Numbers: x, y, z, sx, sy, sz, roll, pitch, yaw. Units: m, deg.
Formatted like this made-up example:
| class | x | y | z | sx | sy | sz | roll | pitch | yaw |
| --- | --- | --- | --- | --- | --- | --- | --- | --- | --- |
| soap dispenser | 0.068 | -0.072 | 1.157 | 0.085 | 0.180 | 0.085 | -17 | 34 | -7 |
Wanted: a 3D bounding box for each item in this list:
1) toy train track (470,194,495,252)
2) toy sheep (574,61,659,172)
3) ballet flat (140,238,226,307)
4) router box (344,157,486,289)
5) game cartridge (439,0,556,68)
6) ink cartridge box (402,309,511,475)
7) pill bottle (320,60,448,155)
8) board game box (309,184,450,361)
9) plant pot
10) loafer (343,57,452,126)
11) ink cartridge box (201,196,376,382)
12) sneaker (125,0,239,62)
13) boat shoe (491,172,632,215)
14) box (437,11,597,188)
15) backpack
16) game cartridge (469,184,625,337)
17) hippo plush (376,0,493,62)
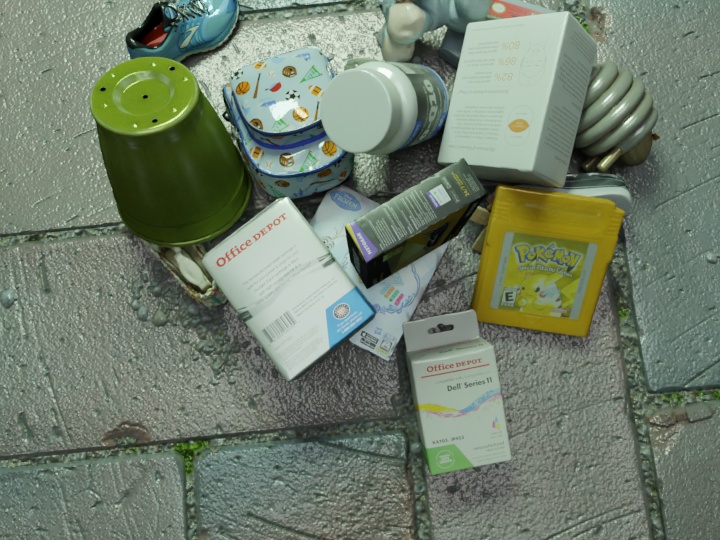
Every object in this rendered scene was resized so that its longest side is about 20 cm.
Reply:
| class | x | y | z | sx | sy | sz | roll | pitch | yaw |
| --- | --- | --- | --- | --- | --- | --- | --- | --- | --- |
| toy train track | 0.240 | -0.063 | 0.800 | 0.199 | 0.115 | 0.033 | 21 | 41 | -8 |
| toy sheep | 0.351 | -0.231 | 0.786 | 0.200 | 0.138 | 0.138 | 43 | 84 | -12 |
| ballet flat | -0.268 | -0.028 | 0.797 | 0.200 | 0.064 | 0.076 | 44 | 86 | 7 |
| router box | 0.062 | -0.050 | 0.683 | 0.157 | 0.200 | 0.052 | -30 | 81 | -4 |
| game cartridge | 0.233 | -0.361 | 0.853 | 0.199 | 0.041 | 0.134 | 18 | 87 | 3 |
| ink cartridge box | 0.130 | 0.165 | 0.742 | 0.116 | 0.067 | 0.201 | -11 | 95 | -1 |
| pill bottle | 0.036 | -0.213 | 0.705 | 0.113 | 0.200 | 0.115 | 9 | 112 | 24 |
| board game box | 0.000 | 0.000 | 0.800 | 0.199 | 0.043 | 0.200 | 28 | 84 | 5 |
| plant pot | -0.260 | -0.167 | 0.722 | 0.199 | 0.193 | 0.202 | 1 | 62 | -2 |
| loafer | 0.064 | -0.275 | 0.830 | 0.199 | 0.070 | 0.070 | 30 | 118 | 16 |
| ink cartridge box | -0.094 | 0.027 | 0.733 | 0.146 | 0.086 | 0.200 | -37 | 81 | -4 |
| sneaker | -0.274 | -0.381 | 0.833 | 0.200 | 0.090 | 0.078 | -40 | 84 | -6 |
| boat shoe | 0.295 | -0.115 | 0.804 | 0.199 | 0.072 | 0.068 | -2 | 48 | 14 |
| box | 0.215 | -0.229 | 0.746 | 0.152 | 0.106 | 0.201 | 17 | 97 | 42 |
| backpack | -0.093 | -0.206 | 0.768 | 0.199 | 0.154 | 0.192 | -22 | 78 | -2 |
| game cartridge | 0.259 | -0.011 | 0.760 | 0.175 | 0.032 | 0.201 | 8 | 112 | 2 |
| hippo plush | 0.114 | -0.373 | 0.781 | 0.160 | 0.200 | 0.161 | 4 | 83 | -5 |
